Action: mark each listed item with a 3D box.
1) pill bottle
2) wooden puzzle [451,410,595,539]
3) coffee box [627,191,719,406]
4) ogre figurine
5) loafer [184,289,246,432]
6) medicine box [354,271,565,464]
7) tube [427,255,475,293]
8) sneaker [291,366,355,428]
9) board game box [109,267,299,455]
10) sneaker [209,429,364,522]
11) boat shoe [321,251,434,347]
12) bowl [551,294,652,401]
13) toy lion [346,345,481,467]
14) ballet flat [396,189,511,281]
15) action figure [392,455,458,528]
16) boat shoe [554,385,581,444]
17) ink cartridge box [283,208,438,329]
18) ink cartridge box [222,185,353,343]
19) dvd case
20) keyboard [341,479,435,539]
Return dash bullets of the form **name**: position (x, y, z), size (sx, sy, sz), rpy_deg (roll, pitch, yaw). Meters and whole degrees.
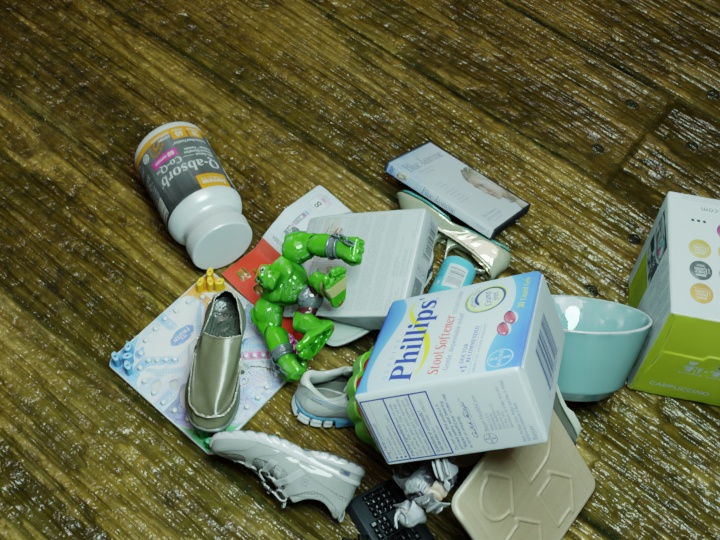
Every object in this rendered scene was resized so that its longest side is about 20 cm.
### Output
- **pill bottle**: position (-0.239, -0.107, 1.481), size (0.115, 0.117, 0.201), rpy_deg (-22, 60, -20)
- **wooden puzzle**: position (0.193, 0.266, 1.242), size (0.046, 0.186, 0.201), rpy_deg (4, 46, 48)
- **coffee box**: position (0.483, 0.048, 1.394), size (0.196, 0.201, 0.200), rpy_deg (10, 55, 2)
- **ogre figurine**: position (-0.080, 0.033, 1.357), size (0.119, 0.203, 0.097), rpy_deg (31, 27, 34)
- **loafer**: position (-0.187, 0.110, 1.326), size (0.074, 0.070, 0.203), rpy_deg (2, 55, -3)
- **medicine box**: position (0.117, 0.109, 1.165), size (0.197, 0.104, 0.183), rpy_deg (-12, 29, 25)
- **tube**: position (0.105, 0.071, 1.434), size (0.076, 0.051, 0.202), rpy_deg (4, 51, 33)
- **sneaker**: position (0.010, 0.162, 1.336), size (0.196, 0.087, 0.076), rpy_deg (1, 52, -7)
- **board game box**: position (-0.201, 0.114, 1.382), size (0.199, 0.026, 0.200), rpy_deg (36, 60, 18)
- **sneaker**: position (-0.097, 0.250, 1.268), size (0.196, 0.075, 0.083), rpy_deg (16, 81, 8)
- **boat shoe**: position (0.028, 0.042, 1.436), size (0.199, 0.061, 0.076), rpy_deg (-37, 64, -7)
- **bowl**: position (0.281, 0.105, 1.364), size (0.197, 0.107, 0.201), rpy_deg (2, 12, -1)
- **toy lion**: position (0.081, 0.150, 1.314), size (0.190, 0.069, 0.202), rpy_deg (33, 64, -10)
- **ballet flat**: position (0.126, -0.047, 1.513), size (0.198, 0.070, 0.070), rpy_deg (30, 57, 14)
- **action figure**: position (0.090, 0.219, 1.208), size (0.069, 0.129, 0.201), rpy_deg (44, 60, -16)
- **boat shoe**: position (0.216, 0.171, 1.301), size (0.071, 0.202, 0.061), rpy_deg (2, 50, 45)
- **ink cartridge box**: position (0.000, 0.000, 1.415), size (0.197, 0.047, 0.163), rpy_deg (-3, 61, 34)
- **ink cartridge box**: position (-0.074, -0.014, 1.476), size (0.162, 0.058, 0.199), rpy_deg (41, 56, 20)
- **dvd case**: position (0.148, -0.126, 1.560), size (0.199, 0.018, 0.142), rpy_deg (34, 34, 18)
- **keyboard**: position (0.053, 0.348, 1.239), size (0.103, 0.040, 0.201), rpy_deg (-25, 60, -22)
